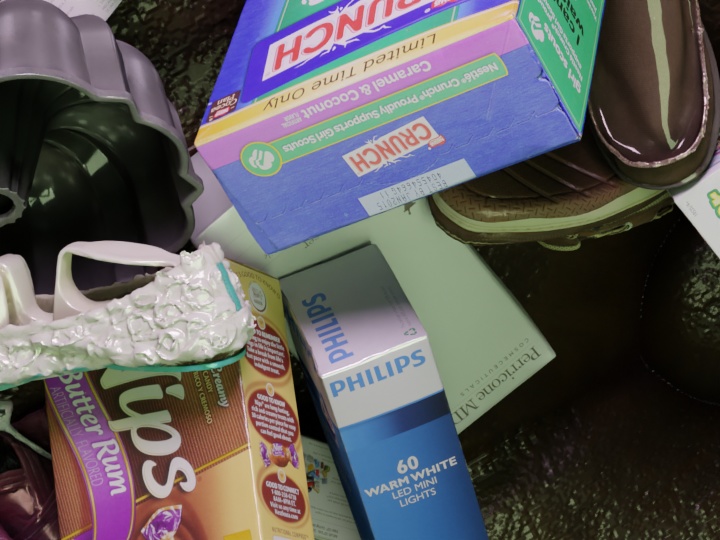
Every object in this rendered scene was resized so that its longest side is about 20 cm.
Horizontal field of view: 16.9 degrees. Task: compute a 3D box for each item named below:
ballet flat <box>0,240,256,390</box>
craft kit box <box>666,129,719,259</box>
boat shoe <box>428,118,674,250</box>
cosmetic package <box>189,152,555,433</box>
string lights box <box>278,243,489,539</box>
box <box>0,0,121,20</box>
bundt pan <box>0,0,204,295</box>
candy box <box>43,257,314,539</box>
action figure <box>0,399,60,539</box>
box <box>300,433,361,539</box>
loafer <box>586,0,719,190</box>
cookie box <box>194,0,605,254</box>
[{"bbox_3d":[-0.143,0.019,1.160,0.200,0.072,0.072,-7,121,21],"label":"ballet flat"},{"bbox_3d":[0.292,-0.033,1.272,0.198,0.049,0.200,-37,113,12],"label":"craft kit box"},{"bbox_3d":[0.112,-0.038,1.285,0.202,0.075,0.075,-16,140,-39],"label":"boat shoe"},{"bbox_3d":[0.000,0.000,1.284,0.113,0.081,0.200,-41,120,4],"label":"cosmetic package"},{"bbox_3d":[0.019,0.100,1.235,0.059,0.103,0.200,-20,121,-5],"label":"string lights box"},{"bbox_3d":[-0.108,-0.182,1.186,0.041,0.039,0.200,34,98,-28],"label":"box"},{"bbox_3d":[-0.179,-0.059,1.162,0.202,0.076,0.202,-6,145,-4],"label":"bundt pan"},{"bbox_3d":[-0.087,0.106,1.180,0.117,0.200,0.056,-18,160,26],"label":"candy box"},{"bbox_3d":[-0.161,0.130,1.296,0.200,0.149,0.134,42,52,-16],"label":"action figure"},{"bbox_3d":[-0.041,0.143,1.297,0.200,0.035,0.110,23,70,-46],"label":"box"},{"bbox_3d":[0.134,-0.139,1.229,0.073,0.071,0.200,-12,83,14],"label":"loafer"},{"bbox_3d":[0.027,-0.118,1.140,0.171,0.200,0.075,-20,123,25],"label":"cookie box"}]
